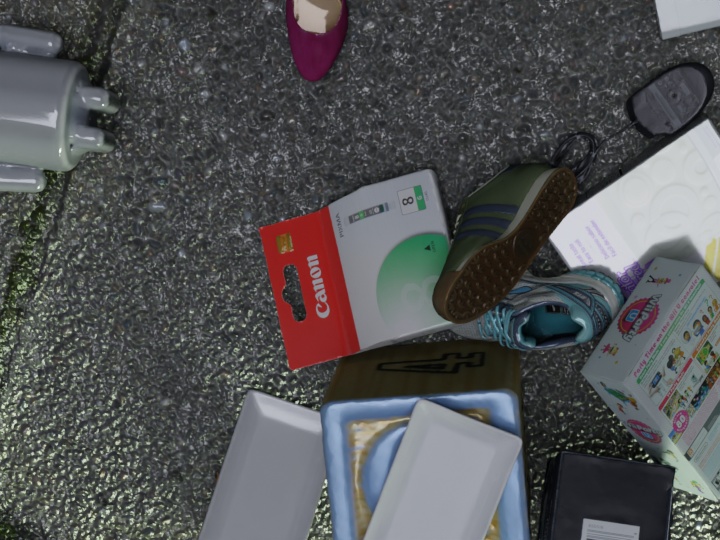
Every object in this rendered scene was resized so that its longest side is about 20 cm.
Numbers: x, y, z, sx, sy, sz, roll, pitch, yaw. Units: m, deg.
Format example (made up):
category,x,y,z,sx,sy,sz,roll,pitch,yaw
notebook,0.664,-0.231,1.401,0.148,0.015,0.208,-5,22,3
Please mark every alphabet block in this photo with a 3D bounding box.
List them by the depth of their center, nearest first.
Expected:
category,x,y,z,sx,sy,sz,roll,pitch,yaw
alphabet block,0.072,0.189,1.635,0.194,0.200,0.197,-3,101,7

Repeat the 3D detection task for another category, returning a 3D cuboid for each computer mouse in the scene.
category,x,y,z,sx,sy,sz,roll,pitch,yaw
computer mouse,0.271,-0.142,1.633,0.199,0.034,0.059,-33,85,19

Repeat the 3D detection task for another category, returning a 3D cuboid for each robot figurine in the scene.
category,x,y,z,sx,sy,sz,roll,pitch,yaw
robot figurine,-0.349,-0.164,1.651,0.198,0.113,0.171,8,87,4

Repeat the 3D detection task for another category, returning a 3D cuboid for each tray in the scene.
category,x,y,z,sx,sy,sz,roll,pitch,yaw
tray,0.070,0.227,1.530,0.107,0.022,0.202,21,103,1
tray,-0.098,0.233,1.695,0.106,0.022,0.201,19,64,-2

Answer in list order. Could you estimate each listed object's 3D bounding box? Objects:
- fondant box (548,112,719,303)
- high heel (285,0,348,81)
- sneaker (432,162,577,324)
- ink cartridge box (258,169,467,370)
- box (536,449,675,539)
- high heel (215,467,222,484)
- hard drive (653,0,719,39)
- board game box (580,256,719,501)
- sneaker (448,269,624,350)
category,x,y,z,sx,sy,sz,roll,pitch,yaw
fondant box,0.305,-0.042,1.633,0.199,0.058,0.145,-34,96,13
high heel,-0.046,-0.286,1.601,0.067,0.096,0.202,4,102,5
sneaker,0.126,-0.033,1.612,0.200,0.090,0.067,-48,128,-17
ink cartridge box,0.000,0.000,1.655,0.198,0.050,0.162,-15,78,7
box,0.235,0.290,1.610,0.116,0.200,0.199,8,80,4
high heel,-0.127,0.320,1.751,0.142,0.071,0.200,-39,101,11
hard drive,0.381,-0.315,1.584,0.198,0.026,0.133,-12,100,9
board game box,0.323,0.107,1.590,0.148,0.064,0.200,-53,124,-17
sneaker,0.160,0.042,1.626,0.199,0.086,0.078,-6,112,35
